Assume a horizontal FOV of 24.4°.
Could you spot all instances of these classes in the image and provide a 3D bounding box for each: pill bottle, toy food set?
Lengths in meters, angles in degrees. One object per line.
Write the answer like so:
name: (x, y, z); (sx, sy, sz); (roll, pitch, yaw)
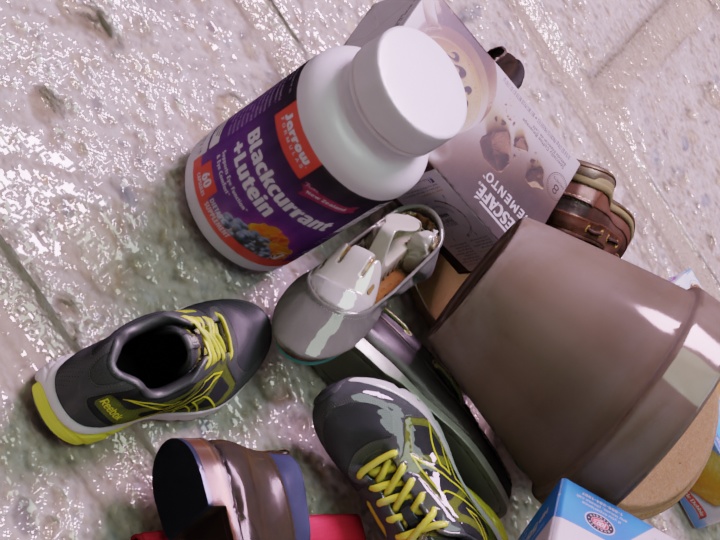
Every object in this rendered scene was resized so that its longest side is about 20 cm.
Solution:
pill bottle: (-0.023, -0.087, 1.163); (0.111, 0.199, 0.112); (24, 52, -34)
toy food set: (0.215, 0.105, 1.372); (0.197, 0.049, 0.201); (27, 75, -24)

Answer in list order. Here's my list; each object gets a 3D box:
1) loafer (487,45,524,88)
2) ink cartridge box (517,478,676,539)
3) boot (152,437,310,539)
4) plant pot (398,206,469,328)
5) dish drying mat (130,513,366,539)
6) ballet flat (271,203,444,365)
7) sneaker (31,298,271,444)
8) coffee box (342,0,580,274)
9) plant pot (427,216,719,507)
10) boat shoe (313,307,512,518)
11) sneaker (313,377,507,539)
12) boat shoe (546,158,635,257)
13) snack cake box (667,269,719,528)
loafer: (0.072, -0.156, 1.409); (0.200, 0.073, 0.072); (-37, 98, -49)
ink cartridge box: (0.162, 0.253, 1.082); (0.145, 0.085, 0.200); (30, 33, -3)
boot: (-0.060, 0.198, 1.046); (0.096, 0.075, 0.201); (2, 66, -43)
plant pot: (0.098, -0.001, 1.385); (0.199, 0.027, 0.201); (24, 53, -36)
dish drying mat: (-0.066, 0.205, 1.107); (0.199, 0.018, 0.077); (4, 65, -46)
ballet flat: (0.000, 0.000, 1.194); (0.067, 0.064, 0.200); (31, 33, 15)
sneaker: (-0.116, 0.061, 1.085); (0.199, 0.084, 0.075); (-23, 86, -49)
coffee box: (0.066, -0.106, 1.295); (0.200, 0.080, 0.113); (47, 60, -24)
plant pot: (0.151, 0.058, 1.223); (0.173, 0.200, 0.200); (39, 43, -2)
boat shoe: (0.048, 0.101, 1.241); (0.201, 0.072, 0.061); (47, 46, -12)
sneaker: (0.042, 0.159, 1.168); (0.200, 0.074, 0.085); (48, 14, -15)
boat shoe: (0.190, -0.036, 1.435); (0.200, 0.072, 0.068); (45, 63, -68)
snack cake box: (0.301, 0.114, 1.498); (0.115, 0.067, 0.201); (-32, 92, -48)
